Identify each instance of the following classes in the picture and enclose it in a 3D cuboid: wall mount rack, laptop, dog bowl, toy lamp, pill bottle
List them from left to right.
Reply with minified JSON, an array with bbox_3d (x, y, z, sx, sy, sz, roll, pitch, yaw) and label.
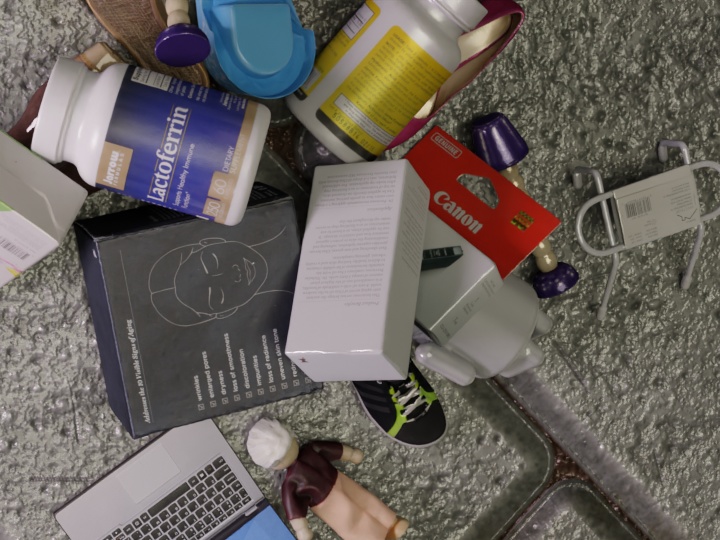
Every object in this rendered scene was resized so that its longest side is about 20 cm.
[{"bbox_3d":[-0.190,-0.121,1.495,0.199,0.116,0.117,16,96,-6],"label":"pill bottle"},{"bbox_3d":[-0.175,-0.286,1.523,0.058,0.058,0.201,1,60,-19],"label":"toy lamp"},{"bbox_3d":[-0.170,0.280,1.656,0.187,0.116,0.201,-36,110,-10],"label":"laptop"},{"bbox_3d":[-0.108,-0.261,1.582,0.111,0.049,0.202,-7,90,-33],"label":"dog bowl"},{"bbox_3d":[0.028,-0.205,1.610,0.111,0.111,0.200,39,101,-22],"label":"pill bottle"},{"bbox_3d":[0.171,-0.070,1.731,0.058,0.058,0.201,-31,110,-11],"label":"toy lamp"},{"bbox_3d":[0.307,-0.042,1.782,0.199,0.074,0.175,-18,102,-20],"label":"wall mount rack"}]

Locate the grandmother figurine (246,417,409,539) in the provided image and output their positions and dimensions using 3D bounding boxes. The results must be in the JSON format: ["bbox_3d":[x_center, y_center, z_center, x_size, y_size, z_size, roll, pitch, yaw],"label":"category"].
[{"bbox_3d":[-0.041,0.229,1.723,0.200,0.060,0.122,45,45,-17],"label":"grandmother figurine"}]

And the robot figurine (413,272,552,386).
[{"bbox_3d":[0.104,0.036,1.705,0.199,0.113,0.170,33,52,-22],"label":"robot figurine"}]

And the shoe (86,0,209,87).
[{"bbox_3d":[-0.210,-0.246,1.578,0.070,0.053,0.201,-28,106,9],"label":"shoe"}]

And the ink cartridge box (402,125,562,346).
[{"bbox_3d":[0.072,-0.047,1.639,0.174,0.200,0.044,-45,145,-6],"label":"ink cartridge box"}]

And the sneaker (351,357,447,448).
[{"bbox_3d":[0.027,0.115,1.710,0.072,0.083,0.200,-41,111,-7],"label":"sneaker"}]

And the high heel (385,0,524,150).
[{"bbox_3d":[0.086,-0.195,1.662,0.200,0.096,0.067,-44,111,-7],"label":"high heel"}]

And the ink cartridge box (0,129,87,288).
[{"bbox_3d":[-0.354,-0.046,1.519,0.117,0.200,0.068,37,52,-22],"label":"ink cartridge box"}]

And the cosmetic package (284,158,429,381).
[{"bbox_3d":[0.000,0.000,1.572,0.071,0.101,0.201,49,44,-55],"label":"cosmetic package"}]

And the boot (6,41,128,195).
[{"bbox_3d":[-0.243,-0.103,1.592,0.166,0.072,0.200,-45,111,5],"label":"boot"}]

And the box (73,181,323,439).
[{"bbox_3d":[-0.158,0.035,1.607,0.195,0.124,0.202,-13,104,-18],"label":"box"}]
